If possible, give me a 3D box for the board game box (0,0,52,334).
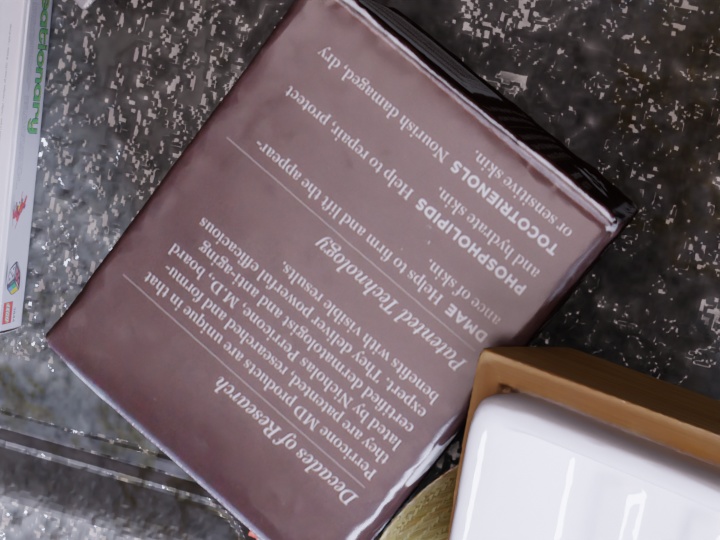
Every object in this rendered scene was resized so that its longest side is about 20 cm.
[{"bbox_3d":[-0.232,-0.076,0.859,0.125,0.035,0.202,8,96,12],"label":"board game box"}]

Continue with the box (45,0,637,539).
[{"bbox_3d":[0.000,0.000,0.744,0.164,0.166,0.201,39,102,7],"label":"box"}]

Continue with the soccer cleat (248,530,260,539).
[{"bbox_3d":[-0.026,0.197,0.819,0.077,0.069,0.202,9,103,7],"label":"soccer cleat"}]

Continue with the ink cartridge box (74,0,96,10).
[{"bbox_3d":[-0.130,-0.260,0.819,0.173,0.044,0.200,-41,85,13],"label":"ink cartridge box"}]

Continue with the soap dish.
[{"bbox_3d":[0.131,0.125,0.639,0.198,0.081,0.159,19,118,23],"label":"soap dish"}]

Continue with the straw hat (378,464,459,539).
[{"bbox_3d":[0.089,0.164,0.777,0.199,0.085,0.204,-1,98,-5],"label":"straw hat"}]
